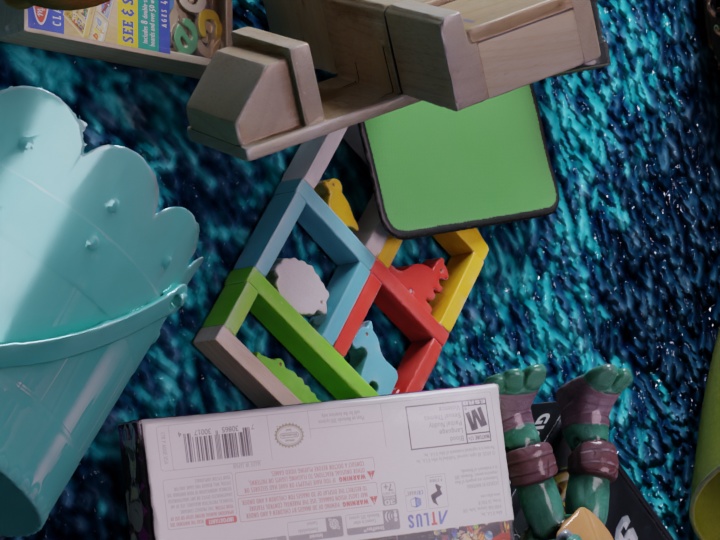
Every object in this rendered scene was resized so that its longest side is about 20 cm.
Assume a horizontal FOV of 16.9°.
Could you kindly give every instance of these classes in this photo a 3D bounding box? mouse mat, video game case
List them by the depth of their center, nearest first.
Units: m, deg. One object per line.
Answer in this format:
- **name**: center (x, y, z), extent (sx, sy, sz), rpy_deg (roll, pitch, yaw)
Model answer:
- **video game case**: center (-0.014, 0.154, 1.191), extent (0.200, 0.036, 0.182), rpy_deg (-5, 86, -27)
- **mouse mat**: center (0.041, -0.120, 1.335), extent (0.161, 0.008, 0.200), rpy_deg (-10, 84, -49)

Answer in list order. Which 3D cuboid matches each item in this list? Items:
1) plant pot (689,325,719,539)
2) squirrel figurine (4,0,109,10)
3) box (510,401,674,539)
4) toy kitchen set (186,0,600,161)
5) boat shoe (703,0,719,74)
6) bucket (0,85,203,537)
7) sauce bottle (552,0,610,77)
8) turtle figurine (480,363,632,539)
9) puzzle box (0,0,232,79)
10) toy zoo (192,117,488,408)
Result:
- **plant pot**: center (0.290, 0.059, 1.465), extent (0.187, 0.187, 0.200), rpy_deg (34, 45, -36)
- **squirrel figurine**: center (-0.168, -0.208, 1.079), extent (0.200, 0.141, 0.187), rpy_deg (-6, 95, -20)
- **box**: center (0.098, 0.196, 1.326), extent (0.159, 0.046, 0.200), rpy_deg (53, 51, -24)
- **toy kitchen set**: center (-0.021, -0.166, 1.145), extent (0.163, 0.200, 0.181), rpy_deg (-22, 111, -22)
- **boat shoe**: center (0.245, -0.161, 1.518), extent (0.070, 0.070, 0.201), rpy_deg (6, 70, -51)
- **bucket**: center (-0.181, 0.009, 0.980), extent (0.207, 0.207, 0.135), rpy_deg (38, 63, -34)
- **sauce bottle**: center (0.105, -0.212, 1.393), extent (0.066, 0.066, 0.201), rpy_deg (-13, 95, -45)
- **turtle figurine**: center (0.122, 0.150, 1.256), extent (0.150, 0.101, 0.200), rpy_deg (13, 58, -56)
- **puzzle box**: center (-0.120, -0.202, 1.193), extent (0.133, 0.025, 0.201), rpy_deg (6, 79, -43)
- **toy zoo**: center (0.000, 0.000, 1.281), extent (0.131, 0.020, 0.200), rpy_deg (47, 54, -28)
